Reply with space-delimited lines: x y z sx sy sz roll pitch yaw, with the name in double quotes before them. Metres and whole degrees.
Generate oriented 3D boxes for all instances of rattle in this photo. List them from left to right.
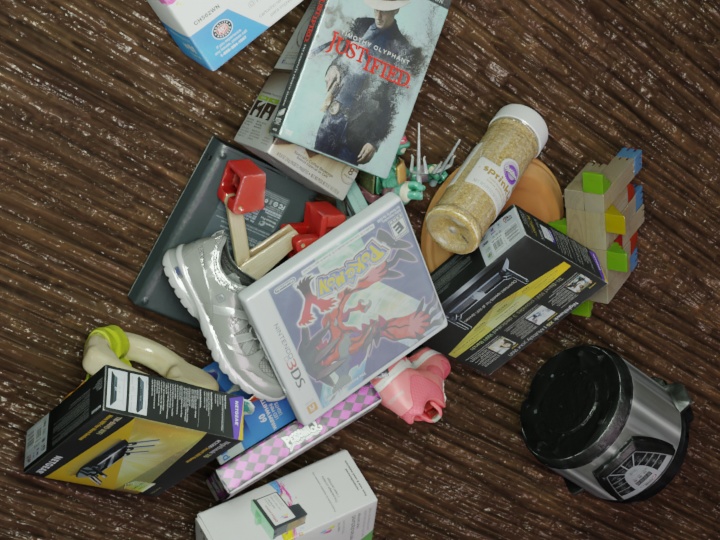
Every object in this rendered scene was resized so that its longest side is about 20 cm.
"rattle" -0.218 0.154 1.544 0.200 0.130 0.143 25 87 -15

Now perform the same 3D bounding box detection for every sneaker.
"sneaker" -0.125 0.050 1.512 0.082 0.075 0.200 -30 104 15
"sneaker" 0.068 0.146 1.709 0.074 0.087 0.200 -44 165 18

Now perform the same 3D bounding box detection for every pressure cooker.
"pressure cooker" 0.330 0.206 1.875 0.200 0.176 0.179 34 67 -37

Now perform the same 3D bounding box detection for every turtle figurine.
"turtle figurine" 0.045 -0.088 1.623 0.150 0.100 0.200 -43 143 -60

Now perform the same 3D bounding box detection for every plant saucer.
"plant saucer" 0.167 -0.048 1.746 0.200 0.037 0.201 -12 118 -25

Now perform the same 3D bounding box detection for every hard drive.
"hard drive" -0.149 -0.030 1.575 0.139 0.033 0.200 24 99 -36

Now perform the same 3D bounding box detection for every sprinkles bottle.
"sprinkles bottle" 0.145 -0.105 1.631 0.200 0.068 0.068 -55 134 -36

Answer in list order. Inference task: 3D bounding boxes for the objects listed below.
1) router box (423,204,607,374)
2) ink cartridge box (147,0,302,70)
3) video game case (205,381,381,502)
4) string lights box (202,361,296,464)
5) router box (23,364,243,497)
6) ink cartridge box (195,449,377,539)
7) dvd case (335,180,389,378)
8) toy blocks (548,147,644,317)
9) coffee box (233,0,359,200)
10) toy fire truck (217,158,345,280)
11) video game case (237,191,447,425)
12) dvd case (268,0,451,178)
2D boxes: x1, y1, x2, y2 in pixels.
"router box" 0.165 0.027 1.700 0.157 0.052 0.200 27 123 -39
"ink cartridge box" -0.156 -0.320 1.401 0.144 0.085 0.200 -40 125 -7
"video game case" -0.080 0.197 1.645 0.200 0.181 0.036 -31 84 -14
"string lights box" -0.102 0.125 1.632 0.200 0.103 0.059 -31 126 -14
"router box" -0.237 0.171 1.489 0.157 0.052 0.200 16 147 -30
"ink cartridge box" -0.089 0.317 1.713 0.200 0.084 0.145 -21 146 -20
"dvd case" 0.000 0.000 1.607 0.022 0.146 0.200 -9 119 -9
"toy blocks" 0.306 -0.060 1.775 0.137 0.100 0.200 -44 135 -46
"coffee box" -0.029 -0.192 1.520 0.113 0.080 0.200 31 86 -36
"toy fire truck" -0.088 -0.021 1.563 0.141 0.049 0.200 -5 116 -28
"video game case" -0.013 0.042 1.512 0.200 0.023 0.182 -35 127 -17
"dvd case" 0.002 -0.209 1.463 0.146 0.022 0.200 20 91 -36
